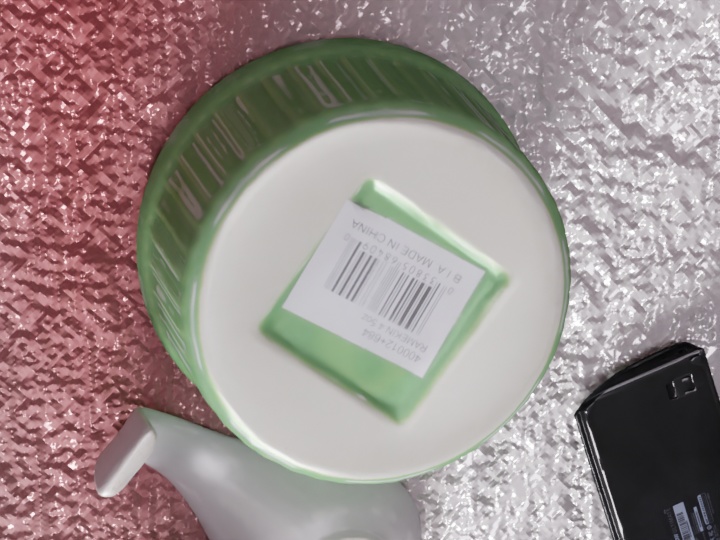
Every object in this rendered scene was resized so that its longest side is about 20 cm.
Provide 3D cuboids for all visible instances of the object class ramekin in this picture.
[{"bbox_3d":[0.000,0.000,0.778,0.199,0.098,0.201,-4,108,-12],"label":"ramekin"}]

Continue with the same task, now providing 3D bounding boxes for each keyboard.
[{"bbox_3d":[0.196,0.128,0.912,0.127,0.021,0.201,-22,112,-5],"label":"keyboard"}]

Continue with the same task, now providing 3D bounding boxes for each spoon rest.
[{"bbox_3d":[-0.049,0.120,0.836,0.200,0.061,0.099,35,98,-35],"label":"spoon rest"}]
